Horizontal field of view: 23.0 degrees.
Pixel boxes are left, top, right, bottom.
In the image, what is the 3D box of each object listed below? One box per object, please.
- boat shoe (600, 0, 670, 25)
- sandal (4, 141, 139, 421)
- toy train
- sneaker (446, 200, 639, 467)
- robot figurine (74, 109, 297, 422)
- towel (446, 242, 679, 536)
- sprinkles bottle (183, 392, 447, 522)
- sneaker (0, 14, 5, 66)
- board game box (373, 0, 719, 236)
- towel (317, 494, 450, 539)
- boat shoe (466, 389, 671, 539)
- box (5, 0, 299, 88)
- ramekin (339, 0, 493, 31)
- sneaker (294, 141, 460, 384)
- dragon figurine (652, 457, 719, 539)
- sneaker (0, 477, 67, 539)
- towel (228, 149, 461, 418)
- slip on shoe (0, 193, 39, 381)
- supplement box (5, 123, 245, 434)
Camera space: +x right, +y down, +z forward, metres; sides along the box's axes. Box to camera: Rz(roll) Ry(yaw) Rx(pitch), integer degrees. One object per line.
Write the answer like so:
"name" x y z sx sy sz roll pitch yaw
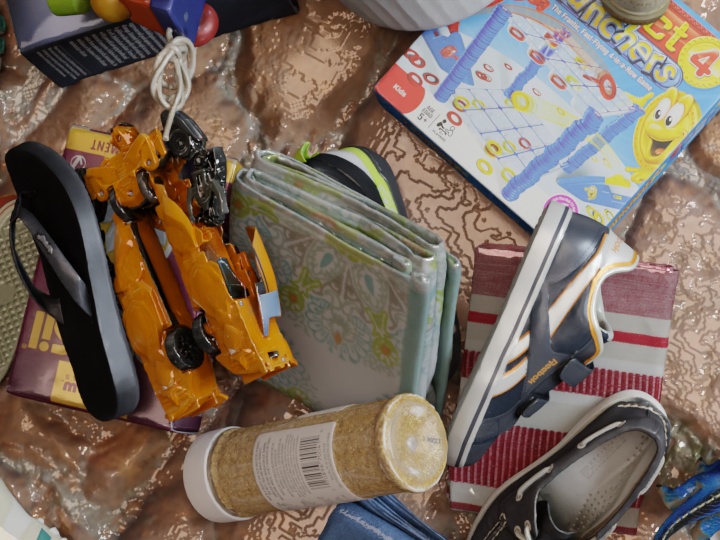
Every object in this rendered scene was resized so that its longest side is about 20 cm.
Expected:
"boat shoe" 0.209 -0.276 1.261 0.071 0.065 0.200 4 70 -2
"sandal" -0.201 0.006 1.199 0.043 0.076 0.200 -17 85 -35
"toy train" -0.161 -0.183 1.192 0.116 0.085 0.200 5 68 17
"sneaker" 0.122 0.057 1.210 0.079 0.078 0.200 24 107 1
"robot figurine" -0.123 -0.008 1.197 0.145 0.058 0.200 -27 79 33
"towel" 0.142 0.084 1.264 0.144 0.023 0.200 8 103 7
"sprinkles bottle" -0.034 0.133 1.231 0.200 0.068 0.068 -14 80 41
"sneaker" -0.328 -0.123 1.355 0.091 0.078 0.200 0 79 22
"board game box" 0.147 -0.138 1.300 0.200 0.056 0.196 41 89 10
"towel" 0.055 0.244 1.253 0.200 0.049 0.112 34 123 10
"boat shoe" 0.142 0.169 1.240 0.074 0.060 0.200 43 105 -6
"box" -0.172 -0.269 1.321 0.198 0.123 0.200 -17 82 3
"ramekin" 0.040 -0.271 1.278 0.200 0.098 0.201 -12 62 22
"sneaker" 0.000 0.000 1.278 0.072 0.083 0.200 -38 69 40
"dragon figurine" 0.262 0.142 1.211 0.099 0.200 0.059 -43 75 38
"sneaker" -0.219 0.225 1.301 0.093 0.070 0.200 -25 78 -15
"towel" -0.016 0.027 1.231 0.171 0.200 0.048 28 46 24
"slip on shoe" -0.290 0.031 1.332 0.074 0.061 0.200 24 99 -31
"supplement box" -0.165 0.009 1.294 0.131 0.103 0.200 12 85 7
